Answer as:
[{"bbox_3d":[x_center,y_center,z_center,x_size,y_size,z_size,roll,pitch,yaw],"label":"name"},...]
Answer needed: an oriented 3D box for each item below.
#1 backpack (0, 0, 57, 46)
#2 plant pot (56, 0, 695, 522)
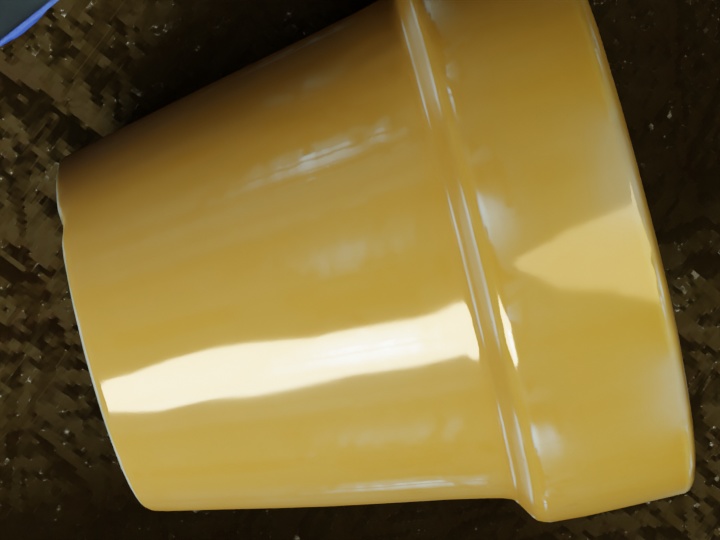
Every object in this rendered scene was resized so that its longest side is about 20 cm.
[{"bbox_3d":[-0.193,-0.113,0.681,0.200,0.168,0.163,-38,113,-13],"label":"backpack"},{"bbox_3d":[0.000,0.000,0.770,0.182,0.200,0.201,-14,107,2],"label":"plant pot"}]
